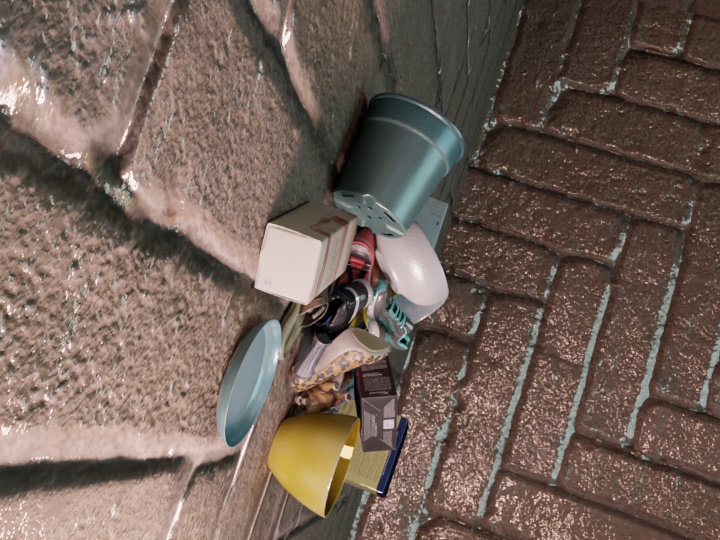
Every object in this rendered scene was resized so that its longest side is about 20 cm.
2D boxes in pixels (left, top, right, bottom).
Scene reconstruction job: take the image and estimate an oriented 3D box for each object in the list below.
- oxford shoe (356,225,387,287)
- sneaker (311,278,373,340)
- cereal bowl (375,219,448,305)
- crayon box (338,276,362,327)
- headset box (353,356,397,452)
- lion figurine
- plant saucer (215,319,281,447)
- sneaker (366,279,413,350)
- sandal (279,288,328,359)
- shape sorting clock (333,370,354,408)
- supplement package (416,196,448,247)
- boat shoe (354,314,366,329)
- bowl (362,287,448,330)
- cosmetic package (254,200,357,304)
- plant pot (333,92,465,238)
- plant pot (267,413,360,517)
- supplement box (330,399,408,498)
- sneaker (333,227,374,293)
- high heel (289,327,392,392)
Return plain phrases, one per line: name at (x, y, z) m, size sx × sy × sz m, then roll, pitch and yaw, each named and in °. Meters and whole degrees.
oxford shoe at (0.038, -0.058, 1.659) m, size 0.071 × 0.073 × 0.202 m, roll -24°, pitch -116°, yaw 60°
sneaker at (-0.065, 0.098, 1.534) m, size 0.112 × 0.073 × 0.200 m, roll -21°, pitch 152°, yaw -47°
cereal bowl at (0.085, -0.017, 1.535) m, size 0.083 × 0.201 × 0.200 m, roll -27°, pitch 158°, yaw -8°
crayon box at (-0.008, 0.040, 1.766) m, size 0.200 × 0.050 × 0.128 m, roll -52°, pitch 157°, yaw -61°
headset box at (0.028, 0.257, 1.675) m, size 0.201 × 0.074 × 0.150 m, roll -101°, pitch -171°, yaw -57°
lion figurine at (-0.056, 0.209, 1.636) m, size 0.122 × 0.072 × 0.201 m, roll -14°, pitch -137°, yaw 54°
plant saucer at (-0.171, 0.166, 1.199) m, size 0.200 × 0.027 × 0.202 m, roll 17°, pitch 90°, yaw -79°
sneaker at (0.064, 0.094, 1.607) m, size 0.201 × 0.090 × 0.078 m, roll 85°, pitch 21°, yaw -51°
sandal at (-0.087, 0.067, 1.366) m, size 0.080 × 0.057 × 0.202 m, roll 68°, pitch 43°, yaw -66°
shape sorting clock at (-0.033, 0.222, 1.752) m, size 0.199 × 0.039 × 0.201 m, roll -29°, pitch 141°, yaw -27°
supplement package at (0.112, -0.083, 1.913) m, size 0.117 × 0.116 × 0.202 m, roll -8°, pitch -118°, yaw 70°
boat shoe at (-0.012, 0.158, 1.805) m, size 0.200 × 0.065 × 0.073 m, roll -48°, pitch 170°, yaw -33°
bowl at (0.084, 0.041, 1.747) m, size 0.201 × 0.199 × 0.108 m, roll 86°, pitch -18°, yaw -62°
cosmetic package at (-0.077, -0.032, 1.200) m, size 0.200 × 0.087 × 0.104 m, roll -44°, pitch 151°, yaw -68°
plant pot at (0.057, -0.178, 1.428) m, size 0.197 × 0.199 × 0.200 m, roll -60°, pitch 166°, yaw -16°
plant pot at (-0.099, 0.364, 1.564) m, size 0.200 × 0.141 × 0.202 m, roll 17°, pitch 90°, yaw -80°
supplement box at (0.001, 0.457, 2.068) m, size 0.134 × 0.198 × 0.201 m, roll 80°, pitch 29°, yaw -68°
sneaker at (0.000, 0.000, 1.587) m, size 0.087 × 0.073 × 0.201 m, roll -64°, pitch 172°, yaw -46°
high heel at (-0.040, 0.180, 1.532) m, size 0.199 × 0.072 × 0.143 m, roll 7°, pitch 129°, yaw -39°
